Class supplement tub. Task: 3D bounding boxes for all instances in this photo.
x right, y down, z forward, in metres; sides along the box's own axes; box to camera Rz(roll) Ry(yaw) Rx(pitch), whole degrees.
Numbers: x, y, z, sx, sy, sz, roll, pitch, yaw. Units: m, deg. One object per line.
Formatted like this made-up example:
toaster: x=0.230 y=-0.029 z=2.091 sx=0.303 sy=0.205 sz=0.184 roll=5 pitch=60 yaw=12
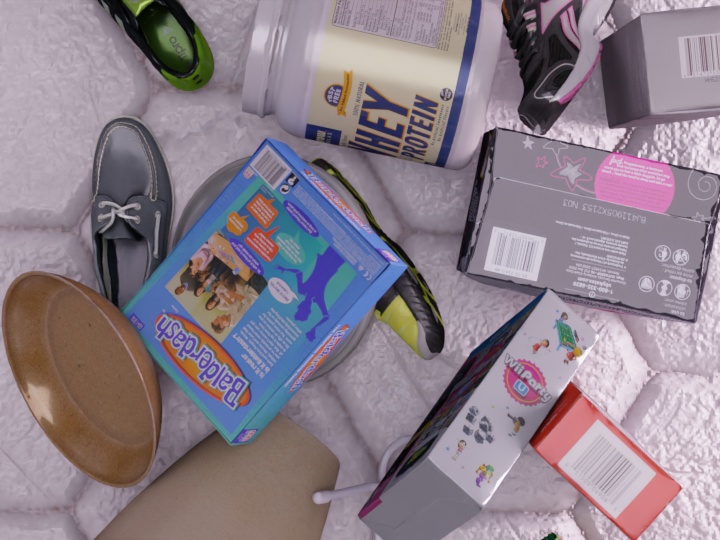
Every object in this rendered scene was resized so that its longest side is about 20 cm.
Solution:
supplement tub: x=0.009 y=-0.173 z=1.303 sx=0.199 sy=0.145 sz=0.146 roll=12 pitch=91 yaw=-1

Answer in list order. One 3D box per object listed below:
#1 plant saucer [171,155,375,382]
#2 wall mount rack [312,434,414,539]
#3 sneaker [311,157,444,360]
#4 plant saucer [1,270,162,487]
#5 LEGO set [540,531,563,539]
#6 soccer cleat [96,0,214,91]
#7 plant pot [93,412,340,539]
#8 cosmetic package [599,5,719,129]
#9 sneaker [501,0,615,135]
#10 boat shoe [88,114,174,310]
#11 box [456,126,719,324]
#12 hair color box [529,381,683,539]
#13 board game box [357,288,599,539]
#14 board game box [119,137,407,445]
plant saucer: x=-0.083 y=0.001 z=1.314 sx=0.199 sy=0.050 sz=0.201 roll=2 pitch=95 yaw=23
wall mount rack: x=0.026 y=0.245 z=1.330 sx=0.173 sy=0.075 sz=0.201 roll=2 pitch=91 yaw=-22
sneaker: x=0.000 y=0.000 z=1.349 sx=0.076 sy=0.075 sz=0.200 roll=-38 pitch=81 yaw=7
plant saucer: x=-0.228 y=0.087 z=1.305 sx=0.035 sy=0.200 sz=0.201 roll=-30 pitch=92 yaw=-40
LEGO set: x=0.189 y=0.316 z=1.299 sx=0.116 sy=0.200 sz=0.154 roll=39 pitch=77 yaw=-9
soccer cleat: x=-0.195 y=-0.241 z=1.328 sx=0.067 sy=0.081 sz=0.200 roll=-40 pitch=92 yaw=0
plant pot: x=-0.111 y=0.219 z=1.305 sx=0.187 sy=0.187 sz=0.200 roll=35 pitch=75 yaw=-2
cosmetic package: x=0.266 y=-0.167 z=1.282 sx=0.106 sy=0.200 sz=0.091 roll=-6 pitch=90 yaw=1
sneaker: x=0.152 y=-0.194 z=1.301 sx=0.086 sy=0.200 sz=0.080 roll=28 pitch=132 yaw=-5
boat shoe: x=-0.199 y=-0.036 z=1.342 sx=0.072 sy=0.062 sz=0.201 roll=-1 pitch=91 yaw=-2
box: x=0.192 y=-0.037 z=1.325 sx=0.199 sy=0.115 sz=0.133 roll=12 pitch=92 yaw=0
hair color box: x=0.192 y=0.147 z=1.285 sx=0.111 sy=0.200 sz=0.064 roll=42 pitch=91 yaw=-2
board game box: x=0.096 y=0.127 z=1.268 sx=0.064 sy=0.148 sz=0.200 roll=41 pitch=55 yaw=-1
board game box: x=-0.082 y=0.018 z=1.255 sx=0.152 sy=0.045 sz=0.200 roll=46 pitch=102 yaw=17
